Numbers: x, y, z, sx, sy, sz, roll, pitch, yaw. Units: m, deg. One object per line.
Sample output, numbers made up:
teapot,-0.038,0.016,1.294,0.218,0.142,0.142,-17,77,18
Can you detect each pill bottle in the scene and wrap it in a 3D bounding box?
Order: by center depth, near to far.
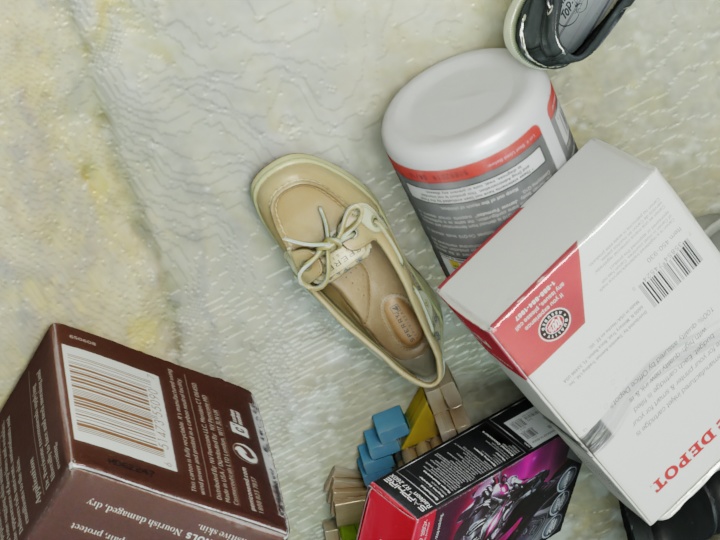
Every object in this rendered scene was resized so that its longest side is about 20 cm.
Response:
pill bottle,0.100,-0.038,1.335,0.116,0.116,0.200,-24,125,3

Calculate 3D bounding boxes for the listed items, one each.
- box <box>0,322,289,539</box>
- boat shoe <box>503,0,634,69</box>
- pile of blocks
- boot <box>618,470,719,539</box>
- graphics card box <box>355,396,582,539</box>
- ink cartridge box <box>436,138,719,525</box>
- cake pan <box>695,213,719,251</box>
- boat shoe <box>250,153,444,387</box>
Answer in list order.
box,-0.176,0.177,1.382,0.164,0.166,0.200,21,116,-25
boat shoe,0.160,-0.211,1.235,0.074,0.066,0.199,35,90,-21
pile of blocks,0.025,0.165,1.485,0.082,0.062,0.200,11,119,-20
boot,0.273,0.171,1.474,0.162,0.198,0.073,-11,101,6
graphics card box,0.079,0.171,1.445,0.200,0.051,0.126,-25,140,-41
ink cartridge box,0.168,0.040,1.276,0.147,0.083,0.200,-43,120,-5
cake pan,0.247,0.047,1.420,0.200,0.037,0.200,-19,119,-40
boat shoe,0.000,0.000,1.369,0.073,0.063,0.200,-36,123,12
